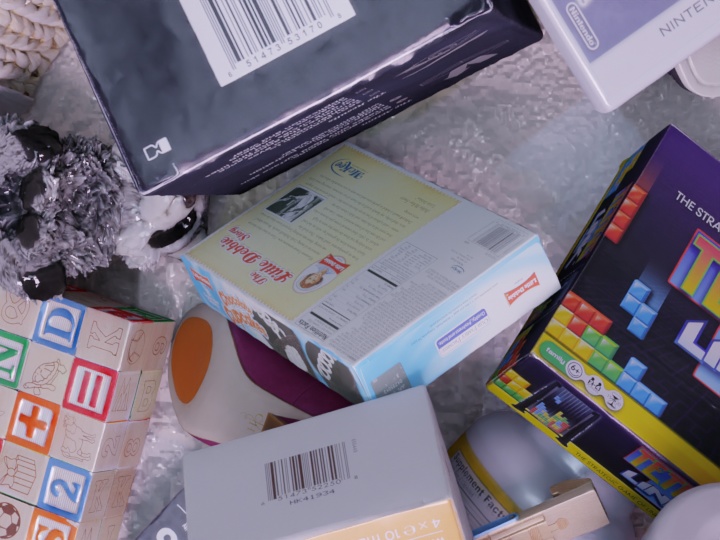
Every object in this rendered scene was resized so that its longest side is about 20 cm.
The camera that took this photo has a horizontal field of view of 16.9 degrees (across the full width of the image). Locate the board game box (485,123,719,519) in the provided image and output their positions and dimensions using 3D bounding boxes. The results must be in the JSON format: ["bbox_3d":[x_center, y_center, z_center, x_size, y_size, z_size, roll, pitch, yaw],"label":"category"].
[{"bbox_3d":[0.186,0.051,1.218,0.200,0.057,0.166,37,59,-6],"label":"board game box"}]

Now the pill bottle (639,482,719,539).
[{"bbox_3d":[0.153,0.202,1.162,0.112,0.112,0.200,33,136,9],"label":"pill bottle"}]

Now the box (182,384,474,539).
[{"bbox_3d":[0.003,0.175,1.148,0.124,0.098,0.201,-16,119,3],"label":"box"}]

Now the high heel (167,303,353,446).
[{"bbox_3d":[-0.034,0.075,1.293,0.096,0.200,0.068,18,97,-30],"label":"high heel"}]

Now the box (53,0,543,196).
[{"bbox_3d":[-0.027,-0.131,1.245,0.196,0.200,0.118,-27,86,11],"label":"box"}]

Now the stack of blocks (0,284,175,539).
[{"bbox_3d":[-0.188,0.107,1.349,0.115,0.059,0.201,17,95,20],"label":"stack of blocks"}]

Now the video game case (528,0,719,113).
[{"bbox_3d":[0.143,-0.212,1.221,0.182,0.023,0.201,-35,100,-11],"label":"video game case"}]

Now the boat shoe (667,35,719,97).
[{"bbox_3d":[0.167,-0.191,1.277,0.074,0.060,0.201,-12,96,-31],"label":"boat shoe"}]

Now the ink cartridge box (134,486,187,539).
[{"bbox_3d":[-0.053,0.144,1.343,0.099,0.039,0.200,43,100,6],"label":"ink cartridge box"}]

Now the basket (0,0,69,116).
[{"bbox_3d":[-0.227,-0.170,1.290,0.135,0.200,0.124,36,92,8],"label":"basket"}]

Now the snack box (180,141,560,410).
[{"bbox_3d":[0.000,0.000,1.239,0.116,0.200,0.037,-35,120,-15],"label":"snack box"}]

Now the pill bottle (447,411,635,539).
[{"bbox_3d":[0.073,0.147,1.280,0.112,0.112,0.200,44,99,7],"label":"pill bottle"}]

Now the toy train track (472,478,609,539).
[{"bbox_3d":[0.027,0.149,1.213,0.199,0.033,0.115,-24,118,7],"label":"toy train track"}]

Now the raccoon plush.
[{"bbox_3d":[-0.175,-0.051,1.349,0.199,0.134,0.097,23,110,36],"label":"raccoon plush"}]
